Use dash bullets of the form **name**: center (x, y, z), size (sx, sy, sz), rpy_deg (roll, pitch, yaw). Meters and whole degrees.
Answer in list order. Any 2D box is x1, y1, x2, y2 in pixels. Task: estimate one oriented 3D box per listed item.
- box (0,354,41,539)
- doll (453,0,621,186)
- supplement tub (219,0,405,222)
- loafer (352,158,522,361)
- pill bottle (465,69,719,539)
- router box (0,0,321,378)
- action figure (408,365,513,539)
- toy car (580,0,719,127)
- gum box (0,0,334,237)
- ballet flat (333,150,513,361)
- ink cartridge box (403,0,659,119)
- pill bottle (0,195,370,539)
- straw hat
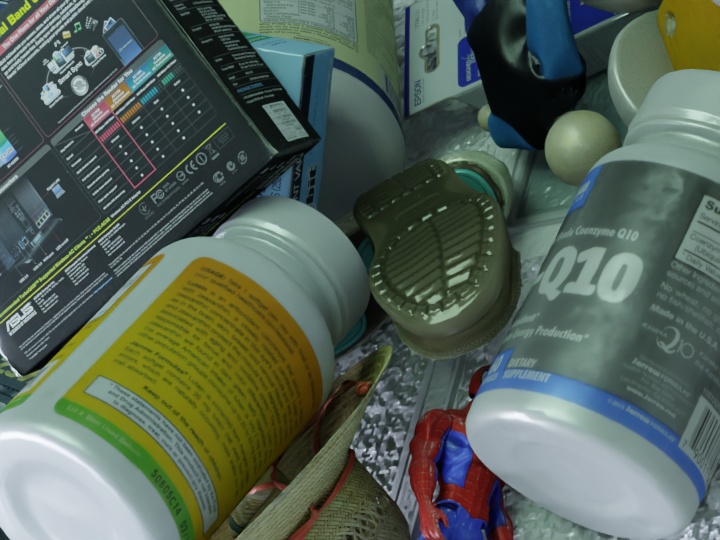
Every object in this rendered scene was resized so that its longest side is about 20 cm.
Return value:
- **box**: center (-0.176, 0.093, 1.348), size (0.200, 0.051, 0.158), rpy_deg (17, 45, 33)
- **doll**: center (0.082, -0.128, 1.353), size (0.048, 0.136, 0.200), rpy_deg (-13, 60, -20)
- **supplement tub**: center (-0.051, -0.117, 1.469), size (0.145, 0.145, 0.200), rpy_deg (-28, 40, 22)
- **loafer**: center (0.046, 0.000, 1.259), size (0.076, 0.067, 0.200), rpy_deg (-30, 19, 6)
- **pill bottle**: center (0.138, 0.013, 1.190), size (0.114, 0.114, 0.200), rpy_deg (4, 58, 45)
- **router box**: center (-0.141, -0.063, 1.306), size (0.200, 0.150, 0.062), rpy_deg (-39, -6, 25)
- **action figure**: center (0.044, 0.131, 1.211), size (0.052, 0.065, 0.200), rpy_deg (-25, 42, 44)
- **toy car**: center (0.192, -0.168, 1.282), size (0.150, 0.175, 0.200), rpy_deg (-13, 66, -20)
- **gum box**: center (-0.120, -0.050, 1.360), size (0.200, 0.045, 0.170), rpy_deg (11, 105, 20)
- **ballet flat**: center (0.000, 0.000, 1.395), size (0.200, 0.067, 0.062), rpy_deg (-30, 9, 14)
- **ink cartridge box**: center (0.115, -0.148, 1.432), size (0.200, 0.037, 0.095), rpy_deg (-22, 43, 24)
- **pill bottle**: center (-0.081, 0.054, 1.224), size (0.111, 0.111, 0.200), rpy_deg (-2, 35, 42)
- **straw hat**: center (-0.024, 0.134, 1.243), size (0.201, 0.085, 0.201), rpy_deg (-44, 6, 6)
